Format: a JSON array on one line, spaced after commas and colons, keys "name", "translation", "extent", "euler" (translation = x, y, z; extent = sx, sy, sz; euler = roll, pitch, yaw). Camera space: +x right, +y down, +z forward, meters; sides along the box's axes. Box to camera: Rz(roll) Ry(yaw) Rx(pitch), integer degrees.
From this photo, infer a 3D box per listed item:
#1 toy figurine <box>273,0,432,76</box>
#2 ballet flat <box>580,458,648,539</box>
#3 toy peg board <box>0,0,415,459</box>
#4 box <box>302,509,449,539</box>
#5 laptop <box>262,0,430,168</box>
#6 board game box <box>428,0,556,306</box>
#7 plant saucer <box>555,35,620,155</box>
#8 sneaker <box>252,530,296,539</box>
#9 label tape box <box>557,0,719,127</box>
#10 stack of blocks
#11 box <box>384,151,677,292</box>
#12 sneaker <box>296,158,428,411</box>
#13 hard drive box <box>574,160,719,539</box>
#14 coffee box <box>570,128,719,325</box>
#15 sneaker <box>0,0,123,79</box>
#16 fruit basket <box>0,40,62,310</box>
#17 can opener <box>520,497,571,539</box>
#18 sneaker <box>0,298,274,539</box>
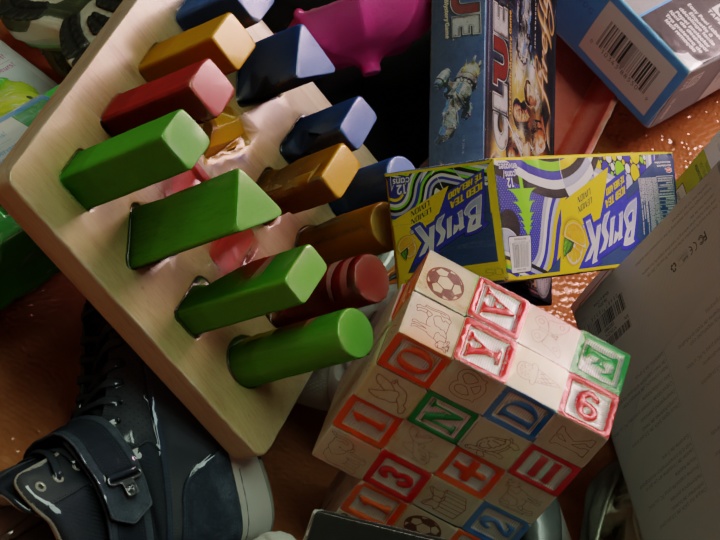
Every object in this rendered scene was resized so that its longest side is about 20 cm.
[{"name": "toy figurine", "translation": [-0.027, -0.201, 1.301], "extent": [0.184, 0.200, 0.150], "euler": [37, 24, 24]}, {"name": "ballet flat", "translation": [0.137, 0.183, 1.187], "extent": [0.067, 0.064, 0.200], "euler": [18, 60, -11]}, {"name": "toy peg board", "translation": [-0.048, -0.047, 1.146], "extent": [0.200, 0.098, 0.199], "euler": [50, 48, -24]}, {"name": "box", "translation": [0.083, 0.191, 1.064], "extent": [0.200, 0.164, 0.086], "euler": [10, 74, 32]}, {"name": "laptop", "translation": [-0.027, -0.106, 1.387], "extent": [0.177, 0.103, 0.200], "euler": [-37, 50, -25]}, {"name": "board game box", "translation": [0.077, -0.087, 1.308], "extent": [0.135, 0.035, 0.200], "euler": [21, 69, -67]}, {"name": "plant saucer", "translation": [0.081, -0.161, 1.499], "extent": [0.200, 0.037, 0.200], "euler": [30, 47, 0]}, {"name": "sneaker", "translation": [-0.072, 0.211, 1.107], "extent": [0.088, 0.075, 0.200], "euler": [8, 51, -4]}, {"name": "label tape box", "translation": [0.217, -0.195, 1.526], "extent": [0.200, 0.066, 0.143], "euler": [-30, 71, -38]}, {"name": "stack of blocks", "translation": [0.038, 0.092, 1.161], "extent": [0.115, 0.200, 0.059], "euler": [27, 47, -5]}, {"name": "box", "translation": [0.096, -0.027, 1.209], "extent": [0.200, 0.070, 0.064], "euler": [-5, 88, -56]}, {"name": "sneaker", "translation": [0.000, 0.000, 1.295], "extent": [0.092, 0.076, 0.200], "euler": [7, 44, 25]}, {"name": "hard drive box", "translation": [0.199, 0.069, 1.148], "extent": [0.077, 0.156, 0.200], "euler": [3, 58, -27]}, {"name": "coffee box", "translation": [0.272, 0.053, 1.310], "extent": [0.200, 0.198, 0.200], "euler": [1, 56, -27]}, {"name": "sneaker", "translation": [-0.130, -0.120, 1.285], "extent": [0.077, 0.089, 0.200], "euler": [-41, 34, -9]}, {"name": "fruit basket", "translation": [-0.231, -0.075, 1.238], "extent": [0.200, 0.094, 0.185], "euler": [42, 48, 14]}, {"name": "can opener", "translation": [0.082, 0.096, 1.278], "extent": [0.053, 0.066, 0.200], "euler": [1, 49, -24]}, {"name": "sneaker", "translation": [-0.141, 0.064, 1.158], "extent": [0.146, 0.077, 0.202], "euler": [-16, 80, -34]}]
